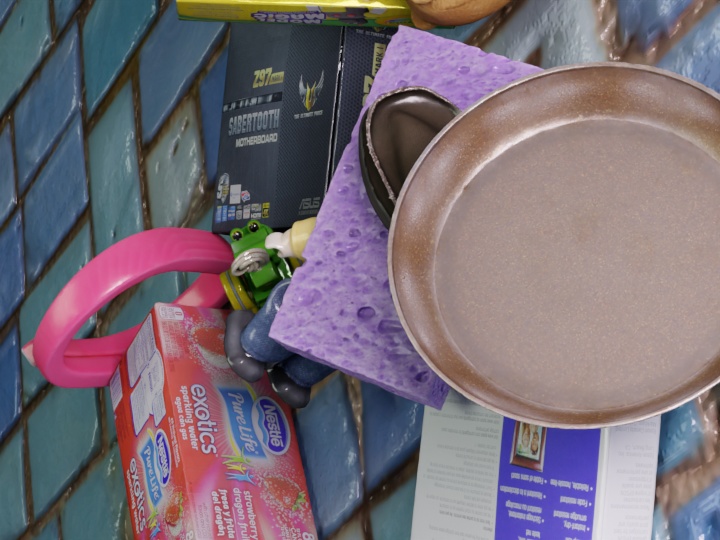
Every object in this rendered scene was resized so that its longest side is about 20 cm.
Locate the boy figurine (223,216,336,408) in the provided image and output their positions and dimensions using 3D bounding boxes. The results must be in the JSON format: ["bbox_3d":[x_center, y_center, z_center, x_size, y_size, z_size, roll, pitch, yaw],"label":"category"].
[{"bbox_3d":[0.000,0.000,1.323,0.200,0.124,0.065,-43,33,28],"label":"boy figurine"}]

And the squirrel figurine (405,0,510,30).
[{"bbox_3d":[0.017,-0.232,1.258,0.142,0.199,0.188,149,116,-88],"label":"squirrel figurine"}]

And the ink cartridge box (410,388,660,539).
[{"bbox_3d":[0.090,0.127,1.192,0.198,0.043,0.201,2,83,63],"label":"ink cartridge box"}]

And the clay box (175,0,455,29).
[{"bbox_3d":[-0.011,-0.209,1.333,0.048,0.199,0.116,108,164,-79],"label":"clay box"}]

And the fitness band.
[{"bbox_3d":[-0.160,0.027,1.555,0.144,0.200,0.037,-41,74,17],"label":"fitness band"}]

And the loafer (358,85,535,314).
[{"bbox_3d":[0.058,-0.033,1.153,0.071,0.073,0.200,89,157,-53],"label":"loafer"}]

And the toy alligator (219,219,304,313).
[{"bbox_3d":[-0.066,-0.009,1.431,0.054,0.059,0.200,64,-179,13],"label":"toy alligator"}]

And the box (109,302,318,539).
[{"bbox_3d":[-0.105,0.133,1.516,0.100,0.095,0.201,-56,37,43],"label":"box"}]

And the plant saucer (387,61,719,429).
[{"bbox_3d":[0.113,-0.010,1.066,0.032,0.199,0.201,64,-165,-61],"label":"plant saucer"}]

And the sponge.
[{"bbox_3d":[0.033,-0.033,1.243,0.111,0.030,0.201,19,83,30],"label":"sponge"}]

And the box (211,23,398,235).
[{"bbox_3d":[-0.038,-0.103,1.490,0.200,0.051,0.159,0,83,63],"label":"box"}]
